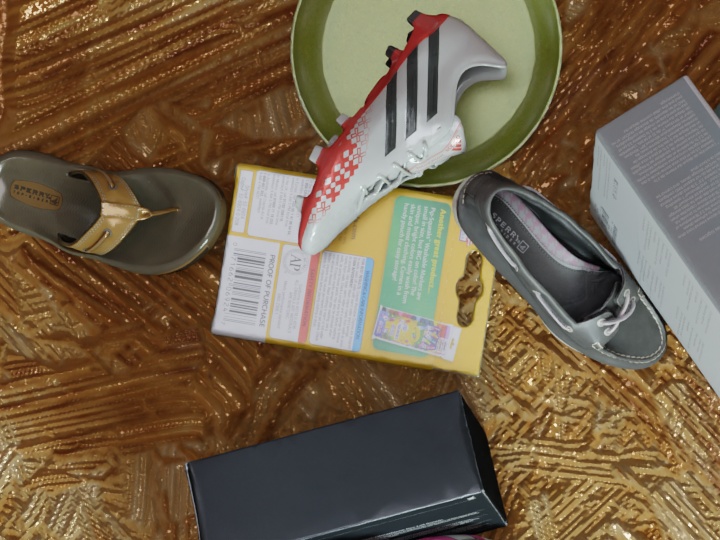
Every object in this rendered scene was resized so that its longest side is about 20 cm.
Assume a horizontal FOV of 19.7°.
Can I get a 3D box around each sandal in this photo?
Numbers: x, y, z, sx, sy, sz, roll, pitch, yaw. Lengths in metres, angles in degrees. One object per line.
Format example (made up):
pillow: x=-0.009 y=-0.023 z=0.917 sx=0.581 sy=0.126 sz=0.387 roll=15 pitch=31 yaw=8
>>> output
sandal: x=-0.195 y=-0.046 z=1.521 sx=0.198 sy=0.054 sz=0.081 roll=13 pitch=90 yaw=17

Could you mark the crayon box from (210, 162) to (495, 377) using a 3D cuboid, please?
crayon box: x=0.000 y=0.000 z=1.512 sx=0.198 sy=0.052 sz=0.127 roll=9 pitch=91 yaw=7

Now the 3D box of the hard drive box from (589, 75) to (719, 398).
hard drive box: x=0.240 y=-0.006 z=1.398 sx=0.076 sy=0.156 sz=0.201 roll=-31 pitch=72 yaw=-5

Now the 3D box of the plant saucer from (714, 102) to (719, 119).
plant saucer: x=0.336 y=-0.059 z=1.477 sx=0.199 sy=0.039 sz=0.203 roll=0 pitch=91 yaw=7

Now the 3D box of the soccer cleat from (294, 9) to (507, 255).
soccer cleat: x=0.027 y=-0.089 z=1.458 sx=0.085 sy=0.069 sz=0.201 roll=31 pitch=79 yaw=11

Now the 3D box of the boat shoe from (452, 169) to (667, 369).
boat shoe: x=0.146 y=0.005 z=1.461 sx=0.200 sy=0.057 sz=0.067 roll=40 pitch=83 yaw=-15

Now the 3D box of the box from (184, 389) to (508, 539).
box: x=-0.007 y=0.158 z=1.464 sx=0.198 sy=0.141 sz=0.080 roll=-15 pitch=74 yaw=6

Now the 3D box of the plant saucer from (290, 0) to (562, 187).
plant saucer: x=0.049 y=-0.161 z=1.515 sx=0.198 sy=0.031 sz=0.202 roll=0 pitch=91 yaw=8

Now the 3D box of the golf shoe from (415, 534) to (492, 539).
golf shoe: x=0.026 y=0.222 z=1.472 sx=0.199 sy=0.092 sz=0.073 roll=-5 pitch=102 yaw=-36
